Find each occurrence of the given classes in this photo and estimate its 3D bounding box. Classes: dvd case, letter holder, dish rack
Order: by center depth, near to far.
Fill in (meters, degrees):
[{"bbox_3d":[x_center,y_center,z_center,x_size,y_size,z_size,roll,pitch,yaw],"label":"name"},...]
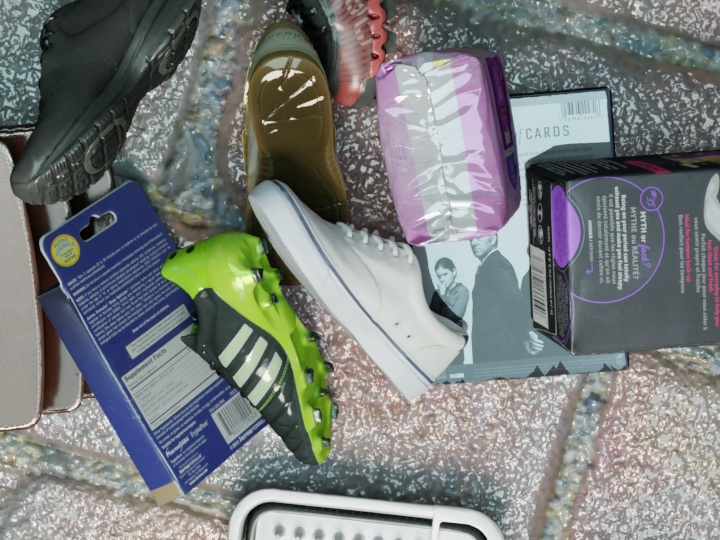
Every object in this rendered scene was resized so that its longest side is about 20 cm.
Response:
[{"bbox_3d":[-0.236,0.003,1.714,0.141,0.101,0.202,-6,98,0],"label":"letter holder"},{"bbox_3d":[0.109,-0.023,1.740,0.149,0.025,0.202,-4,98,2],"label":"dvd case"},{"bbox_3d":[0.000,0.243,1.773,0.198,0.044,0.173,6,99,0],"label":"dish rack"}]

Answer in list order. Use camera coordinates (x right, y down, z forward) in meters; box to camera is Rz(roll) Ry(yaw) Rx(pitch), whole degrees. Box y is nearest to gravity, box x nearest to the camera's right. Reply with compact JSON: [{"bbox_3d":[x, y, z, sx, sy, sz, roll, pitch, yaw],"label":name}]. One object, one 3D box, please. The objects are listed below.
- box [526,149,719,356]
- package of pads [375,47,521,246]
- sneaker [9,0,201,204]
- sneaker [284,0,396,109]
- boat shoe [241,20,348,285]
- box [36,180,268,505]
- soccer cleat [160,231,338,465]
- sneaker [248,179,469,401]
[{"bbox_3d":[0.222,-0.016,1.681,0.198,0.106,0.123,-4,99,-10],"label":"box"},{"bbox_3d":[0.061,-0.085,1.620,0.075,0.200,0.122,-7,95,8],"label":"package of pads"},{"bbox_3d":[-0.189,-0.130,1.684,0.090,0.076,0.201,29,61,8],"label":"sneaker"},{"bbox_3d":[-0.035,-0.205,1.681,0.097,0.071,0.202,-13,98,-25],"label":"sneaker"},{"bbox_3d":[-0.045,-0.080,1.697,0.073,0.067,0.201,0,129,-4],"label":"boat shoe"},{"bbox_3d":[-0.148,0.047,1.711,0.032,0.121,0.201,-23,100,38],"label":"box"},{"bbox_3d":[-0.074,0.056,1.719,0.080,0.068,0.201,-9,126,21],"label":"soccer cleat"},{"bbox_3d":[0.000,0.000,1.689,0.071,0.073,0.200,-43,121,-4],"label":"sneaker"}]
